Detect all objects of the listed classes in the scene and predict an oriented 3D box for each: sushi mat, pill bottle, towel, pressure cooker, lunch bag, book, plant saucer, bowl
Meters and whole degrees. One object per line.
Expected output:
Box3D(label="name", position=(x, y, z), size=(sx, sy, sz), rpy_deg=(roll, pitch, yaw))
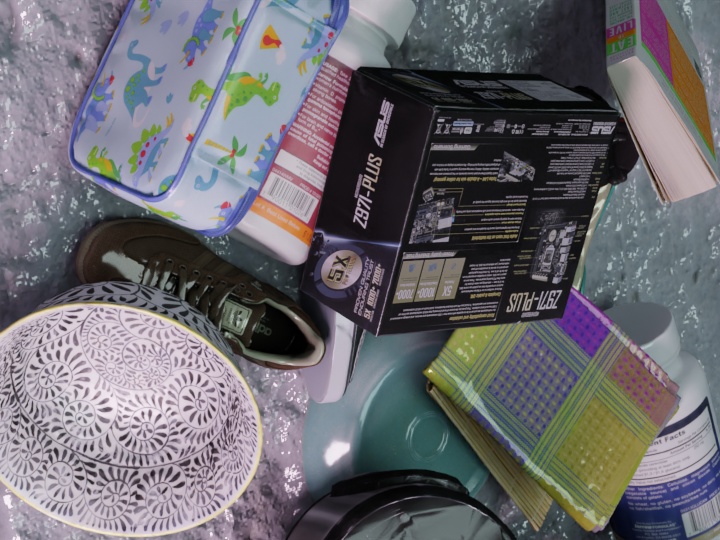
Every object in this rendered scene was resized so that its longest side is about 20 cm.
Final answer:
Box3D(label="sushi mat", position=(0.118, 0.114, 1.573), size=(0.096, 0.012, 0.200), rpy_deg=(-57, 132, -23))
Box3D(label="pill bottle", position=(0.244, 0.133, 1.651), size=(0.111, 0.111, 0.202), rpy_deg=(-30, 116, -26))
Box3D(label="towel", position=(0.153, 0.092, 1.529), size=(0.200, 0.023, 0.144), rpy_deg=(42, 68, -15))
Box3D(label="pressure cooker", position=(0.022, 0.239, 1.447), size=(0.178, 0.200, 0.177), rpy_deg=(-37, 94, -12))
Box3D(label="lunch bag", position=(-0.105, -0.134, 1.308), size=(0.082, 0.160, 0.202), rpy_deg=(26, 87, -42))
Box3D(label="book", position=(0.230, -0.166, 1.537), size=(0.134, 0.048, 0.201), rpy_deg=(57, 24, -30))
Box3D(label="plant saucer", position=(0.045, 0.127, 1.553), size=(0.198, 0.036, 0.202), rpy_deg=(-9, 106, -34))
Box3D(label="bowl", position=(-0.158, 0.075, 1.337), size=(0.202, 0.199, 0.095), rpy_deg=(59, 23, -30))
Box3D(label="pill bottle", position=(-0.043, -0.115, 1.385), size=(0.109, 0.109, 0.201), rpy_deg=(31, 83, -36))

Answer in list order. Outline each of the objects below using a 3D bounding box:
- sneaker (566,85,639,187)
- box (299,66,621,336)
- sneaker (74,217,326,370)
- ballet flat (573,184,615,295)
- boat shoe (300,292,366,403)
Box3D(label="sneaker", position=(0.111, -0.096, 1.527), size=(0.198, 0.098, 0.071), rpy_deg=(-14, 136, -8))
Box3D(label="box", position=(0.072, -0.050, 1.384), size=(0.199, 0.086, 0.165), rpy_deg=(-4, 115, -44))
Box3D(label="sneaker", position=(-0.105, 0.017, 1.393), size=(0.199, 0.075, 0.071), rpy_deg=(23, 88, -38))
Box3D(label="ballet flat", position=(0.155, -0.022, 1.586), size=(0.069, 0.069, 0.202), rpy_deg=(18, 87, -37))
Box3D(label="boat shoe", position=(-0.001, -0.001, 1.466), size=(0.067, 0.073, 0.202), rpy_deg=(3, 93, -25))
